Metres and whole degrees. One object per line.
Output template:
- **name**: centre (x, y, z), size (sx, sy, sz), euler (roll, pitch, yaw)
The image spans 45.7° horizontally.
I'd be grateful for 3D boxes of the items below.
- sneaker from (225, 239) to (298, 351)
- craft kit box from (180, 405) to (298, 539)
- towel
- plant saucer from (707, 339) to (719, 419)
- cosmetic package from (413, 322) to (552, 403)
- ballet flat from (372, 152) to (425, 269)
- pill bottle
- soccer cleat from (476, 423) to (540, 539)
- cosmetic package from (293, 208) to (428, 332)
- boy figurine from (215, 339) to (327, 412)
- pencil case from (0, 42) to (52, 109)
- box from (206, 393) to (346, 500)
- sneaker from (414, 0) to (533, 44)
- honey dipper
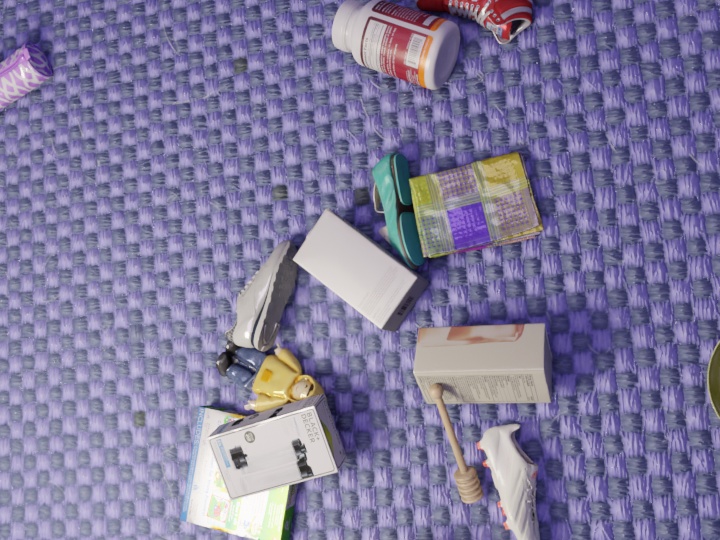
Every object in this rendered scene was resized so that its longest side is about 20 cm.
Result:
- **sneaker**: centre (-0.168, 0.035, 1.463), size (0.080, 0.076, 0.202), euler (11, 69, 27)
- **craft kit box**: centre (-0.201, 0.348, 1.466), size (0.195, 0.048, 0.203), euler (8, 86, 22)
- **towel**: centre (0.185, -0.106, 1.382), size (0.197, 0.023, 0.146), euler (-12, 80, 7)
- **plant saucer**: centre (0.599, 0.160, 1.217), size (0.197, 0.031, 0.203), euler (-3, 82, 18)
- **cosmetic package**: centre (0.190, 0.144, 1.311), size (0.197, 0.104, 0.088), euler (-2, 52, 18)
- **ballet flat**: centre (0.060, -0.094, 1.425), size (0.070, 0.067, 0.203), euler (-19, 76, 41)
- **pill bottle**: centre (0.057, -0.385, 1.427), size (0.198, 0.113, 0.114), euler (24, 92, 20)
- **soccer cleat**: centre (0.243, 0.334, 1.302), size (0.077, 0.069, 0.202), euler (-22, 74, 12)
- **cosmetic package**: centre (0.000, 0.000, 1.415), size (0.199, 0.085, 0.108), euler (39, 96, 20)
- **boy figurine**: centre (-0.150, 0.188, 1.448), size (0.198, 0.065, 0.125), euler (24, 68, 24)
- **pencil case**: centre (-0.717, -0.379, 1.710), size (0.198, 0.085, 0.085), euler (-28, 74, 13)
- **box**: centre (-0.135, 0.286, 1.382), size (0.198, 0.060, 0.118), euler (-17, 95, 15)
- **sneaker**: centre (0.188, -0.428, 1.409), size (0.197, 0.071, 0.114), euler (-7, 78, 16)
- **honey dipper**: centre (0.144, 0.264, 1.310), size (0.038, 0.038, 0.202), euler (-14, 108, 17)
